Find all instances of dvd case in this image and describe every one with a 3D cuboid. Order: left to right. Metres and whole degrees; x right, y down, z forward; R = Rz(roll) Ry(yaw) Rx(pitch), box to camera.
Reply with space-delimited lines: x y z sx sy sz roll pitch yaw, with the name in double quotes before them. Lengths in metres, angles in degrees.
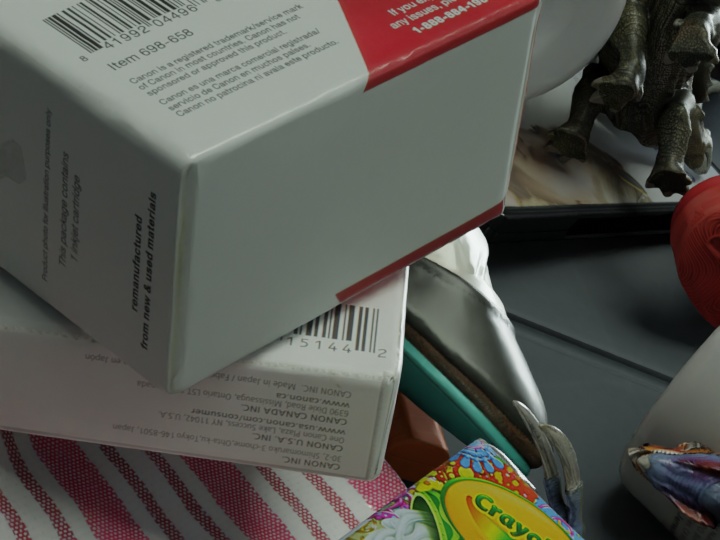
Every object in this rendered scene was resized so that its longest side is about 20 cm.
"dvd case" 0.071 -0.068 1.060 0.199 0.018 0.143 -3 47 -52

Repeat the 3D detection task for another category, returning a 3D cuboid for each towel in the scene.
"towel" -0.049 0.083 0.751 0.146 0.030 0.199 46 34 21

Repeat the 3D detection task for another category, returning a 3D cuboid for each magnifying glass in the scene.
"magnifying glass" 0.000 0.000 0.920 0.079 0.022 0.201 16 34 -27

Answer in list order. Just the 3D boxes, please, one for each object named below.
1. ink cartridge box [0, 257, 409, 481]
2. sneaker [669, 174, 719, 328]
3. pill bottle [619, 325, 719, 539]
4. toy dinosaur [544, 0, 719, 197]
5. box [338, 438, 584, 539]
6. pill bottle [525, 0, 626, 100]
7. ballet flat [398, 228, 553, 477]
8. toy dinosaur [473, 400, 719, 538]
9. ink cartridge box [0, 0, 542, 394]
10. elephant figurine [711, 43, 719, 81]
"ink cartridge box" -0.083 -0.018 0.779 0.198 0.045 0.177 9 36 -1
"sneaker" 0.180 -0.028 1.069 0.199 0.078 0.116 18 33 -47
"pill bottle" 0.198 0.099 0.873 0.200 0.115 0.114 44 33 16
"toy dinosaur" 0.122 -0.100 1.011 0.076 0.201 0.103 10 53 5
"box" 0.021 0.180 0.562 0.200 0.122 0.192 44 45 16
"pill bottle" 0.042 -0.163 1.033 0.110 0.111 0.201 21 28 -19
"ballet flat" -0.005 -0.011 0.843 0.199 0.069 0.068 33 -13 16
"toy dinosaur" 0.075 0.110 0.766 0.104 0.202 0.181 18 5 34
"ink cartridge box" -0.069 -0.071 0.744 0.200 0.084 0.144 35 45 30
"elephant figurine" 0.141 -0.151 1.149 0.199 0.155 0.143 9 73 -33
